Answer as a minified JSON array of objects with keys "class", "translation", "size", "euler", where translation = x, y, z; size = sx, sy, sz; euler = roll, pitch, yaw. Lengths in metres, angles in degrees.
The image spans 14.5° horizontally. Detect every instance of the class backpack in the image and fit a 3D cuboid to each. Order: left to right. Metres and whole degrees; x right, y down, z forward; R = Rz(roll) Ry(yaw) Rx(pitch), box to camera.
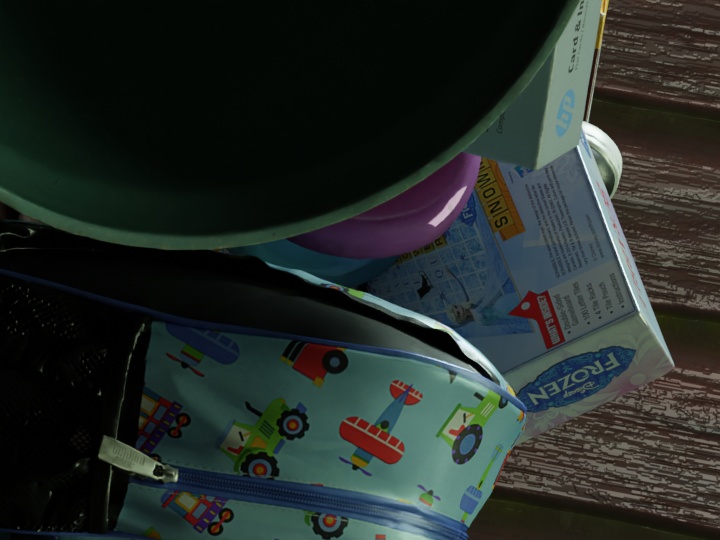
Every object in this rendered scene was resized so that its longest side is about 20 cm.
[{"class":"backpack","translation":[-0.054,0.064,0.861],"size":[0.183,0.199,0.135],"euler":[79,21,-80]}]

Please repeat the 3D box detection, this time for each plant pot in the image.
[{"class":"plant pot","translation":[-0.047,-0.126,0.742],"size":[0.134,0.199,0.201],"euler":[-116,-151,-58]}]

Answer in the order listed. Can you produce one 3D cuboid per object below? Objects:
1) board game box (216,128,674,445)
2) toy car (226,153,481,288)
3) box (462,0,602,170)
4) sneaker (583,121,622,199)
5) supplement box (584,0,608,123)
[{"class":"board game box","translation":[0.000,0.000,1.087],"size":[0.041,0.199,0.201],"euler":[54,15,-44]},{"class":"toy car","translation":[-0.019,-0.072,1.003],"size":[0.175,0.150,0.201],"euler":[-32,150,-26]},{"class":"box","translation":[-0.020,-0.130,0.849],"size":[0.041,0.199,0.157],"euler":[-30,132,-61]},{"class":"sneaker","translation":[0.039,0.011,1.348],"size":[0.199,0.073,0.112],"euler":[-27,-146,35]},{"class":"supplement box","translation":[0.030,-0.081,1.603],"size":[0.133,0.196,0.201],"euler":[-66,166,-72]}]
